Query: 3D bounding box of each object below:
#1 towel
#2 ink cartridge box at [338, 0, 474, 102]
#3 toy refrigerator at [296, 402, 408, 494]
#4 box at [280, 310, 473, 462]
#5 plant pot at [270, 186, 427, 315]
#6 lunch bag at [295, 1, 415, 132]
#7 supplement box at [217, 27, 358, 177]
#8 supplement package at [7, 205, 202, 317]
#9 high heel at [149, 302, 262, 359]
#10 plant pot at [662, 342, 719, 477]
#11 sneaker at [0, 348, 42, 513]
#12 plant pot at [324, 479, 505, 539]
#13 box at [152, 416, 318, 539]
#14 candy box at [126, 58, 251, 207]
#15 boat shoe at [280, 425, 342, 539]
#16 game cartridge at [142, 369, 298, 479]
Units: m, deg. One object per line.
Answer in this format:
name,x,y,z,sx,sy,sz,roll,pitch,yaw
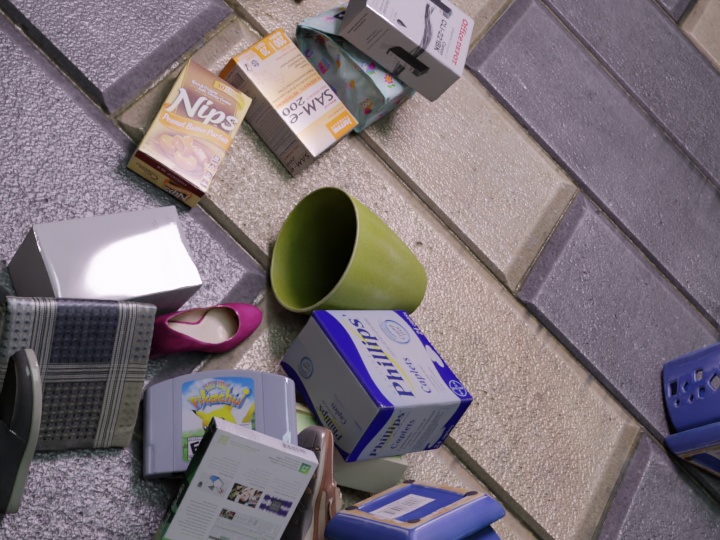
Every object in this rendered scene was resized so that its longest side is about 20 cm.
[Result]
towel,-0.351,0.126,1.295,0.191,0.034,0.202,3,108,-36
ink cartridge box,0.078,-0.392,1.742,0.199,0.084,0.145,33,50,-21
toy refrigerator,-0.038,0.241,1.481,0.198,0.070,0.076,19,27,-25
box,0.023,0.155,1.501,0.199,0.105,0.184,1,41,-46
plant pot,0.000,0.000,1.597,0.199,0.186,0.189,24,54,-40
lunch bag,0.002,-0.361,1.804,0.200,0.122,0.170,50,47,3
supplement box,-0.115,-0.267,1.704,0.200,0.073,0.126,50,50,-3
supplement package,-0.328,0.005,1.386,0.199,0.121,0.121,-11,73,-38
high heel,-0.202,0.069,1.456,0.199,0.096,0.068,-9,71,-37
plant pot,0.659,0.254,1.895,0.199,0.200,0.181,27,60,-21
sneaker,-0.421,0.182,1.204,0.105,0.075,0.202,7,105,-28
plant pot,0.075,0.381,1.374,0.199,0.199,0.182,-14,99,-40
box,-0.158,0.293,1.328,0.143,0.036,0.201,24,99,-22
candy box,-0.250,-0.205,1.592,0.115,0.055,0.201,32,53,-17
boat shoe,-0.063,0.298,1.413,0.071,0.075,0.202,1,105,-43
game cartridge,-0.181,0.195,1.386,0.198,0.041,0.135,-4,62,-3
